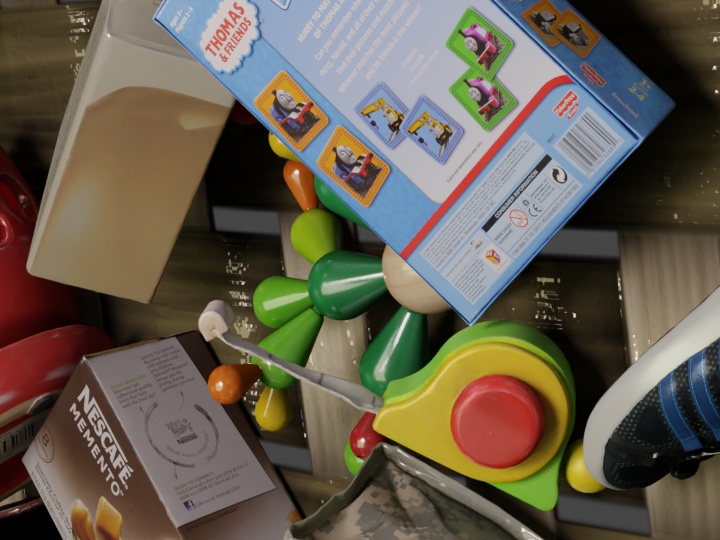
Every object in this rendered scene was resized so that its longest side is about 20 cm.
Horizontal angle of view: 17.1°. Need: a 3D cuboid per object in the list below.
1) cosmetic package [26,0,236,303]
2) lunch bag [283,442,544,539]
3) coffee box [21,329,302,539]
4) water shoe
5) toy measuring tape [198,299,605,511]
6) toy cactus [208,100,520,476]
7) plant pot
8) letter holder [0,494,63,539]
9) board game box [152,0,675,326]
[{"bbox_3d":[-0.107,-0.083,1.199,0.200,0.071,0.106,119,163,-53],"label":"cosmetic package"},{"bbox_3d":[0.048,0.209,1.105,0.199,0.118,0.165,29,124,15],"label":"lunch bag"},{"bbox_3d":[-0.094,0.148,1.302,0.201,0.079,0.114,60,139,20],"label":"coffee box"},{"bbox_3d":[0.159,0.051,0.958,0.079,0.071,0.200,58,139,19],"label":"water shoe"},{"bbox_3d":[0.029,0.041,1.072,0.199,0.074,0.074,26,131,-2],"label":"toy measuring tape"},{"bbox_3d":[0.000,0.000,1.141,0.164,0.102,0.201,-11,84,43],"label":"toy cactus"},{"bbox_3d":[-0.252,0.040,1.380,0.183,0.200,0.201,55,138,15],"label":"plant pot"},{"bbox_3d":[-0.234,0.200,1.445,0.200,0.142,0.101,-20,85,53],"label":"letter holder"},{"bbox_3d":[0.017,-0.090,1.019,0.200,0.037,0.151,43,138,3],"label":"board game box"}]
